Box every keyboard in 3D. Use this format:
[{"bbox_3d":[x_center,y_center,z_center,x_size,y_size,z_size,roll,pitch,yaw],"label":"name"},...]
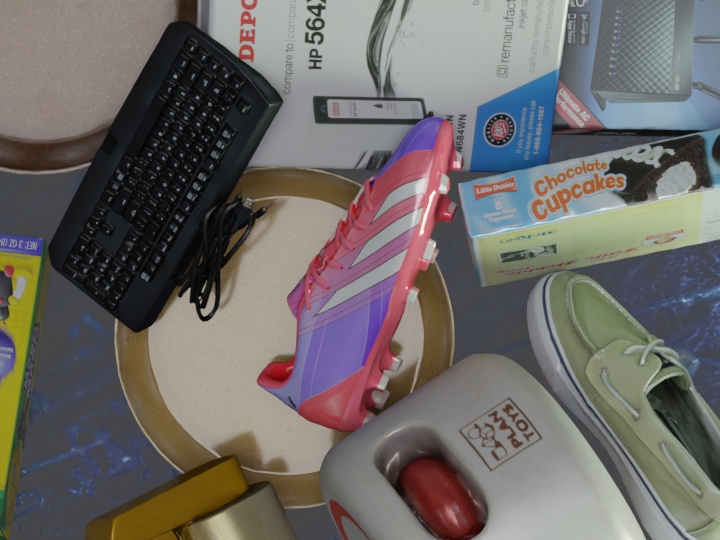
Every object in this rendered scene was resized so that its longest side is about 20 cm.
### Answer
[{"bbox_3d":[-0.106,-0.038,1.567,0.104,0.040,0.200,34,130,2],"label":"keyboard"}]

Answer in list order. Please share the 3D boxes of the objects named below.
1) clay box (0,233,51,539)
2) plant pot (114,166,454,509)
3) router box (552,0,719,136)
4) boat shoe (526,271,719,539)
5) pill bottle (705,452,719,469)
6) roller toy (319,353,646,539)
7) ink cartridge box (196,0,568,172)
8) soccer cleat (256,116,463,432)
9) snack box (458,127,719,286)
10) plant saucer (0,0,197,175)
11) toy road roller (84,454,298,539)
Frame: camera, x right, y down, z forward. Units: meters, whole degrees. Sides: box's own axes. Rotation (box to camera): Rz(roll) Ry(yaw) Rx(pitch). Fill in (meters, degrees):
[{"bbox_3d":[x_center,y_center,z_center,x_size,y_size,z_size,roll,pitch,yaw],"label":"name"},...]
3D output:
[{"bbox_3d":[-0.249,0.076,1.618,0.114,0.048,0.201,6,71,2],"label":"clay box"},{"bbox_3d":[-0.044,0.039,1.653,0.199,0.027,0.201,0,93,3],"label":"plant pot"},{"bbox_3d":[0.182,-0.176,1.616,0.149,0.062,0.201,1,93,1],"label":"router box"},{"bbox_3d":[0.163,0.072,1.591,0.200,0.072,0.062,59,136,27],"label":"boat shoe"},{"bbox_3d":[0.290,0.163,1.606,0.111,0.111,0.201,-29,92,3],"label":"pill bottle"},{"bbox_3d":[0.077,0.146,1.568,0.139,0.200,0.183,-33,100,-9],"label":"roller toy"},{"bbox_3d":[0.009,-0.135,1.573,0.199,0.085,0.147,0,126,-6],"label":"ink cartridge box"},{"bbox_3d":[0.000,0.000,1.580,0.076,0.067,0.201,21,118,6],"label":"soccer cleat"},{"bbox_3d":[0.158,-0.039,1.596,0.199,0.116,0.037,-12,75,2],"label":"snack box"},{"bbox_3d":[-0.188,-0.156,1.644,0.199,0.034,0.202,0,93,3],"label":"plant saucer"},{"bbox_3d":[-0.135,0.200,1.624,0.199,0.146,0.123,-26,94,-22],"label":"toy road roller"}]
